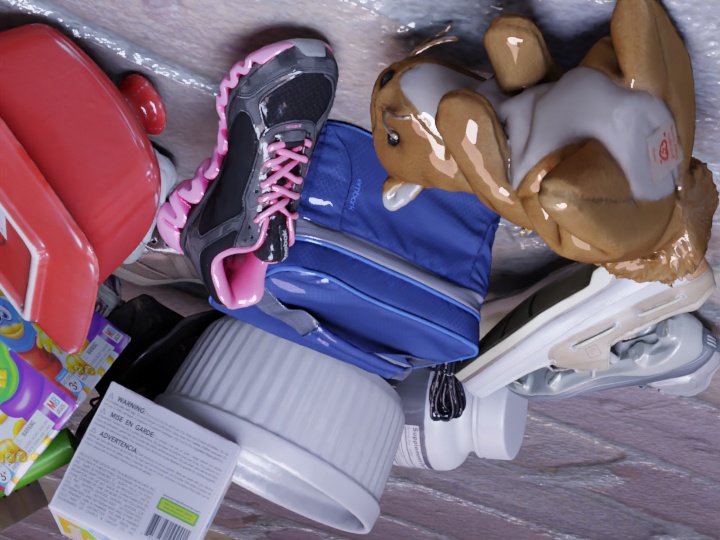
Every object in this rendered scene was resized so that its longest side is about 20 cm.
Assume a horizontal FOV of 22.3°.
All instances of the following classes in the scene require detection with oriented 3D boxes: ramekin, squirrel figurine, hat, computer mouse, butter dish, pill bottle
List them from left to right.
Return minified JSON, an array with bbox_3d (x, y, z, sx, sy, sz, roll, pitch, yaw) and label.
[{"bbox_3d":[-0.191,-0.076,1.182,0.201,0.147,0.200,52,158,9],"label":"butter dish"},{"bbox_3d":[-0.177,0.072,1.544,0.200,0.081,0.201,-32,160,-13],"label":"hat"},{"bbox_3d":[-0.059,0.116,1.444,0.199,0.106,0.200,25,164,7],"label":"ramekin"},{"bbox_3d":[-0.004,0.048,1.486,0.199,0.046,0.141,24,135,18],"label":"computer mouse"},{"bbox_3d":[0.040,0.114,1.590,0.198,0.112,0.111,4,159,19],"label":"pill bottle"},{"bbox_3d":[0.101,-0.061,1.058,0.185,0.143,0.200,4,157,39],"label":"squirrel figurine"}]

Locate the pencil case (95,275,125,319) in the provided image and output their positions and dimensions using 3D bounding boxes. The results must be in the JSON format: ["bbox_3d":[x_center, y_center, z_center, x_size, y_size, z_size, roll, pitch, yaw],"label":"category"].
[{"bbox_3d":[-0.252,-0.006,1.481,0.089,0.078,0.200,18,162,17],"label":"pencil case"}]

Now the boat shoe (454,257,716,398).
[{"bbox_3d":[0.153,0.039,1.260,0.199,0.075,0.069,-36,99,29],"label":"boat shoe"}]

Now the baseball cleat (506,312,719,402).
[{"bbox_3d":[0.205,0.079,1.465,0.106,0.070,0.199,27,156,-36],"label":"baseball cleat"}]

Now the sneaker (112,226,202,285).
[{"bbox_3d":[-0.117,-0.026,1.395,0.198,0.071,0.076,16,142,-27],"label":"sneaker"}]

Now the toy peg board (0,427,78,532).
[{"bbox_3d":[-0.286,0.096,1.464,0.097,0.201,0.199,-26,178,2],"label":"toy peg board"}]

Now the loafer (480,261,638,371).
[{"bbox_3d":[0.141,0.044,1.370,0.075,0.069,0.200,-9,168,-28],"label":"loafer"}]

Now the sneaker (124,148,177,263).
[{"bbox_3d":[-0.232,-0.060,1.290,0.198,0.100,0.078,16,160,-12],"label":"sneaker"}]

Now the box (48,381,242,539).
[{"bbox_3d":[-0.164,0.170,1.398,0.112,0.102,0.200,26,165,1],"label":"box"}]

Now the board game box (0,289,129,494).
[{"bbox_3d":[-0.282,0.040,1.286,0.200,0.103,0.105,39,118,-4],"label":"board game box"}]

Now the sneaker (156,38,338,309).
[{"bbox_3d":[-0.057,-0.054,1.138,0.078,0.096,0.201,-3,141,-32],"label":"sneaker"}]

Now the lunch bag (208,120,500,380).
[{"bbox_3d":[0.000,0.000,1.275,0.199,0.134,0.135,24,157,-30],"label":"lunch bag"}]
